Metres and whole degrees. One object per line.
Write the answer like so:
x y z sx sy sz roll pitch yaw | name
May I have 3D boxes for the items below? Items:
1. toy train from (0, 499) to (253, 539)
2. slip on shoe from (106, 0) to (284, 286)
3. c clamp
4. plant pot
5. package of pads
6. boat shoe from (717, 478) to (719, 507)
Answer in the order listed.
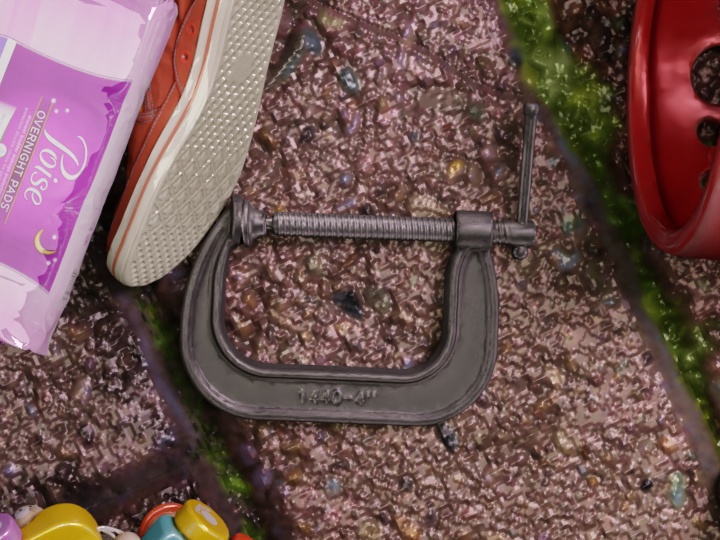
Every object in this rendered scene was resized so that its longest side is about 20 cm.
-0.148 0.182 1.547 0.199 0.056 0.151 -5 120 -14 | toy train
-0.095 -0.089 1.533 0.061 0.074 0.201 21 99 30 | slip on shoe
0.000 0.000 1.560 0.198 0.027 0.172 -4 99 -6 | c clamp
0.245 -0.104 1.484 0.181 0.200 0.202 1 93 -10 | plant pot
-0.179 -0.068 1.464 0.120 0.076 0.201 21 87 -4 | package of pads
0.295 0.105 1.556 0.201 0.075 0.075 -22 94 -2 | boat shoe
